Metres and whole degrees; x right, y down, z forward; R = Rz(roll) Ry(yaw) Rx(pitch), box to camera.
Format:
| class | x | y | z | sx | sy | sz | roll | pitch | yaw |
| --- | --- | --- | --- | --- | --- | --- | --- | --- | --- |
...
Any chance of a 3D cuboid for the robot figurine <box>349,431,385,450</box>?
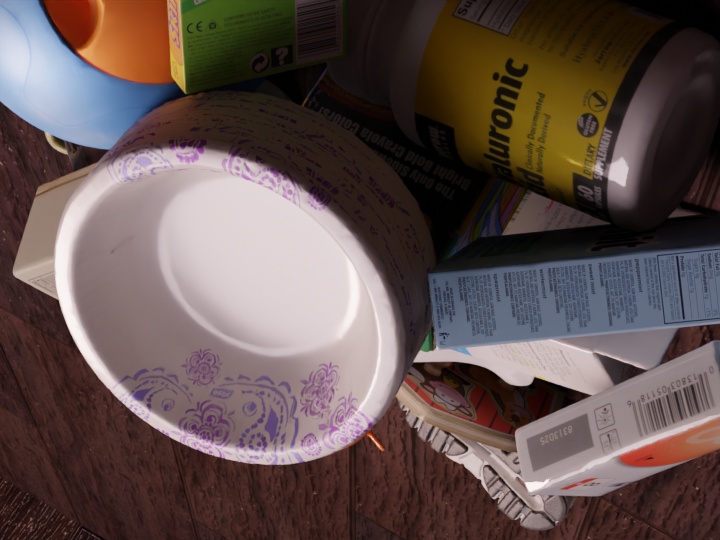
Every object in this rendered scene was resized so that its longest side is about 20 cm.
| class | x | y | z | sx | sy | sz | roll | pitch | yaw |
| --- | --- | --- | --- | --- | --- | --- | --- | --- | --- |
| robot figurine | -0.054 | 0.074 | 1.829 | 0.200 | 0.117 | 0.144 | 41 | 149 | -21 |

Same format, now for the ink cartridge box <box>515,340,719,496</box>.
| class | x | y | z | sx | sy | sz | roll | pitch | yaw |
| --- | --- | --- | --- | --- | --- | --- | --- | --- | --- |
| ink cartridge box | 0.217 | 0.099 | 1.335 | 0.199 | 0.050 | 0.162 | 12 | 150 | -43 |

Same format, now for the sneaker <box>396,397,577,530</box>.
| class | x | y | z | sx | sy | sz | roll | pitch | yaw |
| --- | --- | --- | --- | --- | --- | --- | --- | --- | --- |
| sneaker | 0.106 | 0.115 | 1.742 | 0.200 | 0.090 | 0.078 | 50 | 130 | 9 |

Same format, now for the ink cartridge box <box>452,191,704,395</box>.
| class | x | y | z | sx | sy | sz | roll | pitch | yaw |
| --- | --- | --- | --- | --- | --- | --- | --- | --- | --- |
| ink cartridge box | 0.135 | 0.008 | 1.361 | 0.199 | 0.115 | 0.068 | 17 | 156 | 37 |

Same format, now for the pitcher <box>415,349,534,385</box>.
| class | x | y | z | sx | sy | sz | roll | pitch | yaw |
| --- | --- | --- | --- | --- | --- | --- | --- | --- | --- |
| pitcher | 0.039 | 0.014 | 1.555 | 0.199 | 0.122 | 0.172 | 19 | 175 | 5 |

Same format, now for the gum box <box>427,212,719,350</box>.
| class | x | y | z | sx | sy | sz | roll | pitch | yaw |
| --- | --- | --- | --- | --- | --- | --- | --- | --- | --- |
| gum box | 0.149 | 0.000 | 1.168 | 0.199 | 0.045 | 0.170 | -5 | -174 | 13 |

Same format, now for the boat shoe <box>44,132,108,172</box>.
| class | x | y | z | sx | sy | sz | roll | pitch | yaw |
| --- | --- | --- | --- | --- | --- | --- | --- | --- | --- |
| boat shoe | -0.199 | -0.113 | 1.563 | 0.072 | 0.066 | 0.201 | 53 | 180 | -32 |

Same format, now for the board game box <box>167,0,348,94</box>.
| class | x | y | z | sx | sy | sz | roll | pitch | yaw |
| --- | --- | --- | --- | --- | --- | --- | --- | --- | --- |
| board game box | -0.053 | -0.191 | 1.096 | 0.030 | 0.095 | 0.201 | -129 | 32 | -47 |

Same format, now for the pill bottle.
| class | x | y | z | sx | sy | sz | roll | pitch | yaw |
| --- | --- | --- | --- | --- | --- | --- | --- | --- | --- |
| pill bottle | 0.085 | -0.105 | 1.169 | 0.199 | 0.112 | 0.111 | 24 | 159 | 26 |

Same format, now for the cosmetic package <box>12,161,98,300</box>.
| class | x | y | z | sx | sy | sz | roll | pitch | yaw |
| --- | --- | --- | --- | --- | --- | --- | --- | --- | --- |
| cosmetic package | -0.129 | -0.025 | 1.424 | 0.103 | 0.073 | 0.200 | 30 | 151 | -33 |

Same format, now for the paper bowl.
| class | x | y | z | sx | sy | sz | roll | pitch | yaw |
| --- | --- | --- | --- | --- | --- | --- | --- | --- | --- |
| paper bowl | -0.056 | -0.004 | 1.172 | 0.200 | 0.104 | 0.202 | 12 | 127 | 16 |

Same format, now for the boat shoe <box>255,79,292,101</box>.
| class | x | y | z | sx | sy | sz | roll | pitch | yaw |
| --- | --- | --- | --- | --- | --- | --- | --- | --- | --- |
| boat shoe | -0.121 | -0.093 | 1.560 | 0.075 | 0.086 | 0.202 | 43 | 159 | -28 |

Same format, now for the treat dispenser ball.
| class | x | y | z | sx | sy | sz | roll | pitch | yaw |
| --- | --- | --- | --- | --- | --- | --- | --- | --- | --- |
| treat dispenser ball | -0.132 | -0.168 | 1.215 | 0.200 | 0.201 | 0.201 | 29 | 161 | 11 |

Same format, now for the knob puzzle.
| class | x | y | z | sx | sy | sz | roll | pitch | yaw |
| --- | --- | --- | --- | --- | --- | --- | --- | --- | --- |
| knob puzzle | 0.071 | 0.070 | 1.623 | 0.219 | 0.031 | 0.220 | 28 | -162 | -10 |

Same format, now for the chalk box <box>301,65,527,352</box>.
| class | x | y | z | sx | sy | sz | roll | pitch | yaw |
| --- | --- | --- | --- | --- | --- | --- | --- | --- | --- |
| chalk box | 0.016 | -0.041 | 1.297 | 0.124 | 0.200 | 0.124 | 28 | 161 | 13 |
